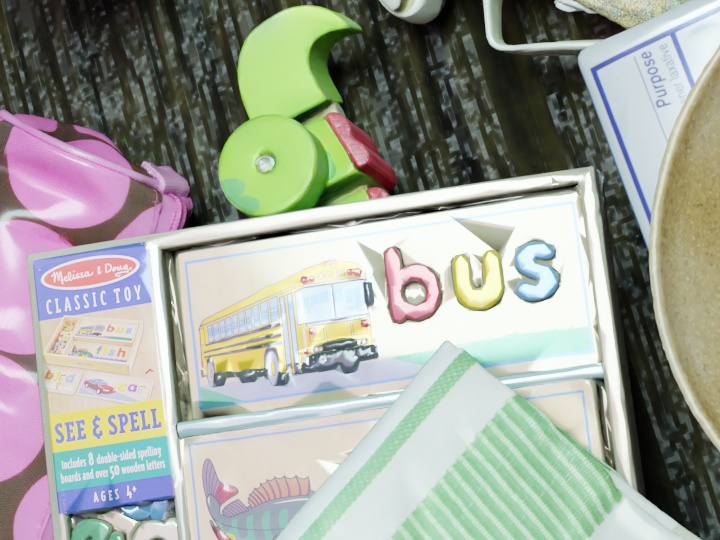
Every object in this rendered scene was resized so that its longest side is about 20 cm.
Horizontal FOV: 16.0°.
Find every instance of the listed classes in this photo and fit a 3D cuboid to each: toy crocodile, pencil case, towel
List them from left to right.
[{"bbox_3d":[-0.125,0.043,0.951,0.093,0.091,0.201,11,81,34],"label":"pencil case"},{"bbox_3d":[0.000,0.000,0.919,0.062,0.067,0.201,-24,70,15],"label":"toy crocodile"},{"bbox_3d":[0.057,0.134,0.772,0.200,0.023,0.153,38,72,13],"label":"towel"}]

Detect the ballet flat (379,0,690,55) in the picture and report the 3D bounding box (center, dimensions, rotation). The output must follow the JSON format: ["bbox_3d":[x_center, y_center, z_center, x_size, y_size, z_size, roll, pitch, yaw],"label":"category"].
[{"bbox_3d":[0.044,-0.116,0.932,0.199,0.071,0.071,16,85,24],"label":"ballet flat"}]

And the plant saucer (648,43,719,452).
[{"bbox_3d":[0.184,-0.009,0.746,0.199,0.035,0.201,-6,74,23],"label":"plant saucer"}]

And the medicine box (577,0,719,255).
[{"bbox_3d":[0.198,-0.018,0.822,0.199,0.103,0.183,-24,70,16],"label":"medicine box"}]

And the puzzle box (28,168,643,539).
[{"bbox_3d":[-0.009,0.045,0.853,0.199,0.025,0.134,-9,79,11],"label":"puzzle box"}]
